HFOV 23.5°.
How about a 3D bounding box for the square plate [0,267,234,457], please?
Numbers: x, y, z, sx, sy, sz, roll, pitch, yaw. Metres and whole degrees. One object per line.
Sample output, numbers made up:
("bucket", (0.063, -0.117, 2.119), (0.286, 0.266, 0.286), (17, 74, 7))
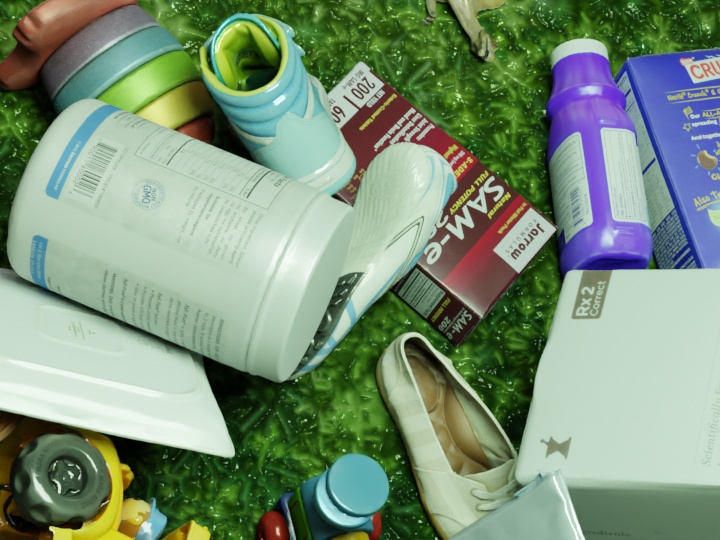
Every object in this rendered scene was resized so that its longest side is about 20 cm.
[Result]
("square plate", (-0.185, 0.049, 1.125), (0.198, 0.028, 0.200), (14, 18, -18))

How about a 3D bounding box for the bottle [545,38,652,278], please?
("bottle", (0.183, -0.086, 1.362), (0.065, 0.084, 0.200), (3, 63, -13))

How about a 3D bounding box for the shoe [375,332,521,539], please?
("shoe", (0.071, 0.133, 1.233), (0.070, 0.053, 0.200), (-22, 73, -26))

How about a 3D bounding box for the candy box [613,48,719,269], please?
("candy box", (0.306, -0.079, 1.401), (0.169, 0.077, 0.200), (-7, 68, -20))

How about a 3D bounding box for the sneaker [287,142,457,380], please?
("sneaker", (0.000, 0.000, 1.230), (0.072, 0.200, 0.072), (25, 16, -50))

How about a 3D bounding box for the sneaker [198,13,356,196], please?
("sneaker", (-0.073, -0.141, 1.223), (0.079, 0.131, 0.200), (-33, 35, -4))

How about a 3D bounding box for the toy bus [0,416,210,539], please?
("toy bus", (-0.154, 0.204, 1.093), (0.192, 0.136, 0.200), (16, 57, -25))

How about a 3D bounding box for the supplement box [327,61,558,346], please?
("supplement box", (0.037, -0.051, 1.310), (0.200, 0.061, 0.109), (40, 61, 4))

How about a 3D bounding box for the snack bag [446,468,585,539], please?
("snack bag", (0.104, 0.251, 1.113), (0.021, 0.189, 0.200), (-4, 64, -40))

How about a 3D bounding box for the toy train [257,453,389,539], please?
("toy train", (0.001, 0.225, 1.129), (0.085, 0.116, 0.200), (-7, 67, -20))

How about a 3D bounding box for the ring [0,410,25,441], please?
("ring", (-0.304, 0.081, 1.106), (0.200, 0.019, 0.201), (-1, 31, 1))

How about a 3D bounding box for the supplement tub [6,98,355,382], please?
("supplement tub", (-0.118, -0.021, 1.144), (0.200, 0.132, 0.132), (23, 59, 7))

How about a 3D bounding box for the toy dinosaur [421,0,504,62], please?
("toy dinosaur", (0.083, -0.263, 1.445), (0.101, 0.058, 0.200), (17, 67, -26))

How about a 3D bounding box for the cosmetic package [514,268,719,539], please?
("cosmetic package", (0.227, 0.119, 1.176), (0.165, 0.200, 0.165), (-1, 56, 29))

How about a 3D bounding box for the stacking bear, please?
("stacking bear", (-0.156, -0.104, 1.253), (0.114, 0.121, 0.200), (-35, 87, -29))
